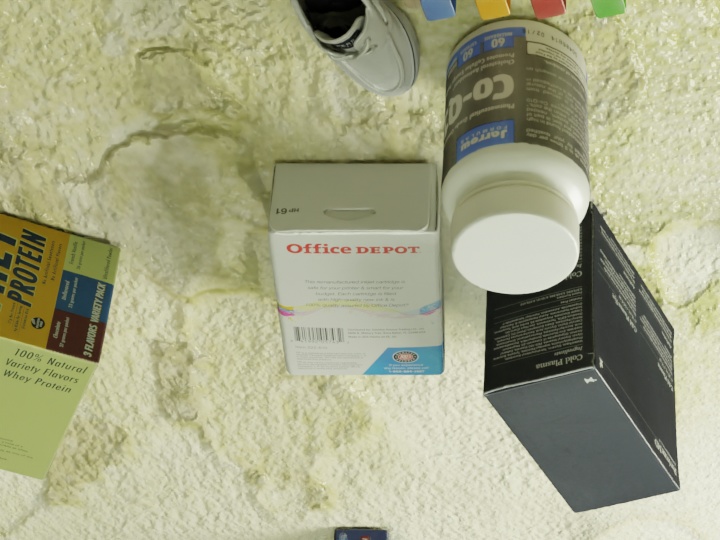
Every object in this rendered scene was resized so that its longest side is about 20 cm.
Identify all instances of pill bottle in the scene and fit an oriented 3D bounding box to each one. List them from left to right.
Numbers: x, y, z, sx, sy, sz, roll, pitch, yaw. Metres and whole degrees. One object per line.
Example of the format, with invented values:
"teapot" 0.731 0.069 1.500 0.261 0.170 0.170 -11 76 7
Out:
"pill bottle" 0.119 -0.087 1.521 0.114 0.200 0.114 2 140 2

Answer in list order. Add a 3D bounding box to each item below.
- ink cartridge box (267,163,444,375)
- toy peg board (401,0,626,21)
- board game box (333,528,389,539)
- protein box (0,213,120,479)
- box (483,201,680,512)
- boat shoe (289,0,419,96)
"ink cartridge box" 0.000 0.000 1.724 0.144 0.085 0.200 0 141 4
"toy peg board" 0.095 -0.256 1.404 0.199 0.098 0.200 -10 137 16
"board game box" 0.005 0.409 2.156 0.062 0.200 0.200 0 154 6
"protein box" -0.345 0.060 1.785 0.198 0.135 0.200 16 139 -13
"box" 0.194 0.078 1.724 0.104 0.182 0.200 -17 135 23
"boat shoe" -0.016 -0.192 1.512 0.074 0.065 0.200 -19 135 24
